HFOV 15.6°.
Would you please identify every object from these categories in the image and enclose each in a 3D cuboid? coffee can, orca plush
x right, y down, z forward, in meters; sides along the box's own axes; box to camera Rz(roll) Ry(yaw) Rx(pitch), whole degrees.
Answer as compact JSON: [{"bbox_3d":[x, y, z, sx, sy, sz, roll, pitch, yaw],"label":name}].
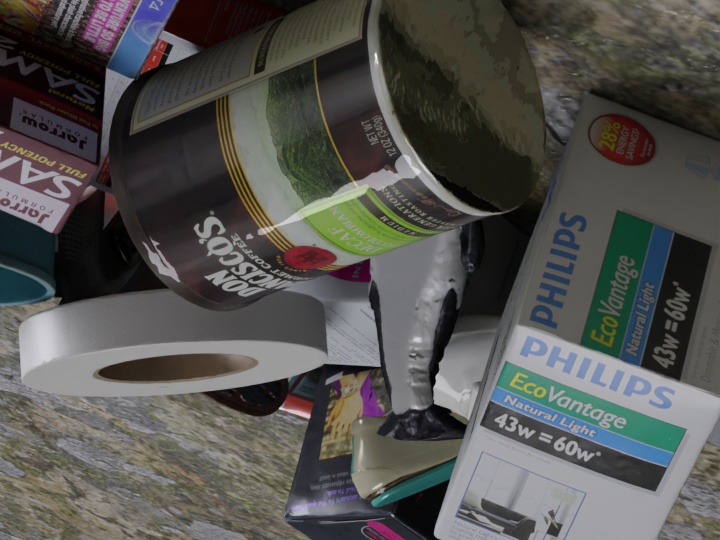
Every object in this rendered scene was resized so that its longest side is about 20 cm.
[{"bbox_3d":[-0.019,-0.074,1.457,0.199,0.147,0.146,-20,139,36],"label":"coffee can"},{"bbox_3d":[0.055,0.005,1.639,0.105,0.201,0.071,-15,171,40],"label":"orca plush"}]

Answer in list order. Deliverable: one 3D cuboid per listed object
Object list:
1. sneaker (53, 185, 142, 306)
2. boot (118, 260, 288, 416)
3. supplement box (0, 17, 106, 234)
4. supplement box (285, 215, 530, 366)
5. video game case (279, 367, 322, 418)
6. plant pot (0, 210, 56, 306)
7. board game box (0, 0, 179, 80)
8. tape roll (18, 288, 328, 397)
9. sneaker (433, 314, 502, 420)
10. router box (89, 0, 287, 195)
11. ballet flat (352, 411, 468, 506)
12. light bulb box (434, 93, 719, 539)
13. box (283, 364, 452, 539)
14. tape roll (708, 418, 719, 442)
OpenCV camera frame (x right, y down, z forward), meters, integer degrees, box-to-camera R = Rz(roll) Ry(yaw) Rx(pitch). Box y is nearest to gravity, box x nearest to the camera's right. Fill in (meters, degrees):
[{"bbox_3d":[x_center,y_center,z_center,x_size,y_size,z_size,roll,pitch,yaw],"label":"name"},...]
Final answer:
[{"bbox_3d":[-0.148,-0.040,1.739,0.090,0.200,0.067,-17,114,21],"label":"sneaker"},{"bbox_3d":[-0.136,0.028,1.923,0.200,0.075,0.097,43,173,-15],"label":"boot"},{"bbox_3d":[-0.204,-0.121,1.506,0.108,0.201,0.061,21,127,-20],"label":"supplement box"},{"bbox_3d":[0.000,0.000,1.777,0.199,0.102,0.103,0,152,45],"label":"supplement box"},{"bbox_3d":[0.048,0.105,2.005,0.199,0.018,0.143,17,-160,9],"label":"video game case"},{"bbox_3d":[-0.276,-0.090,1.640,0.199,0.189,0.200,7,169,1],"label":"plant pot"},{"bbox_3d":[-0.179,-0.207,1.413,0.199,0.097,0.159,24,160,-9],"label":"board game box"},{"bbox_3d":[-0.120,0.047,1.698,0.201,0.037,0.203,-5,169,-1],"label":"tape roll"},{"bbox_3d":[0.112,0.088,1.673,0.199,0.089,0.075,10,146,-2],"label":"sneaker"},{"bbox_3d":[-0.080,-0.091,1.635,0.179,0.049,0.200,23,149,-7],"label":"router box"},{"bbox_3d":[0.080,0.100,1.753,0.199,0.070,0.069,-13,177,-29],"label":"ballet flat"},{"bbox_3d":[0.142,0.046,1.528,0.124,0.199,0.200,19,138,1],"label":"light bulb box"},{"bbox_3d":[0.042,0.107,1.858,0.106,0.201,0.122,-6,150,40],"label":"box"},{"bbox_3d":[0.200,0.043,1.745,0.199,0.066,0.200,18,160,7],"label":"tape roll"}]
